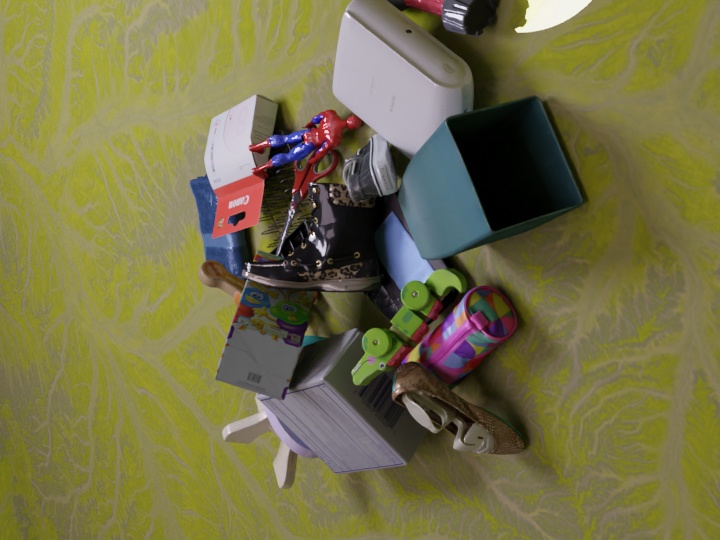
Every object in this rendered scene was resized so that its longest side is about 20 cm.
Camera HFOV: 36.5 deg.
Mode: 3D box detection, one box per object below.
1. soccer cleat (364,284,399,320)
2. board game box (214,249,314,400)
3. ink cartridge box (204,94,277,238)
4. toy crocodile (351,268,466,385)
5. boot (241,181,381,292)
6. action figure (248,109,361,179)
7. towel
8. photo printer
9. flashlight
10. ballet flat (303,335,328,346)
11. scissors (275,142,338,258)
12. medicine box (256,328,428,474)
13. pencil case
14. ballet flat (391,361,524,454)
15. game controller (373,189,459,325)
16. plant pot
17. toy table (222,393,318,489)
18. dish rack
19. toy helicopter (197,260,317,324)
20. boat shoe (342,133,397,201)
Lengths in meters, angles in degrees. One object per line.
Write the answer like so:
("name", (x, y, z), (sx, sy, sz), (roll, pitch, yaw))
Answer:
("soccer cleat", (0.000, 0.000, 1.585), (0.201, 0.081, 0.068), (56, 140, 24))
("board game box", (-0.132, 0.075, 1.584), (0.201, 0.104, 0.104), (-81, 10, -59))
("ink cartridge box", (-0.202, -0.165, 1.749), (0.162, 0.057, 0.202), (-12, 61, 55))
("toy crocodile", (0.061, 0.075, 1.433), (0.062, 0.067, 0.200), (40, 93, 18))
("boot", (-0.066, -0.048, 1.529), (0.198, 0.073, 0.152), (4, 95, 14))
("action figure", (-0.078, -0.192, 1.618), (0.199, 0.051, 0.066), (-17, 71, 38))
("towel", (-0.241, -0.069, 1.906), (0.111, 0.048, 0.202), (7, 108, 51))
("photo printer", (0.057, -0.233, 1.391), (0.200, 0.069, 0.167), (42, 150, 18))
("flashlight", (0.078, -0.336, 1.370), (0.200, 0.068, 0.068), (32, 124, 44))
("ballet flat", (-0.038, 0.138, 1.713), (0.199, 0.067, 0.067), (-3, 121, 56))
("scissors", (-0.099, -0.112, 1.655), (0.073, 0.014, 0.201), (37, 101, 30))
("medicine box", (-0.022, 0.197, 1.606), (0.182, 0.103, 0.199), (46, 147, -16))
("pencil case", (0.127, 0.102, 1.454), (0.089, 0.088, 0.200), (59, 140, 19))
("ballet flat", (0.122, 0.199, 1.436), (0.199, 0.065, 0.071), (32, 139, 1))
("game controller", (0.060, -0.020, 1.517), (0.104, 0.042, 0.201), (-44, 65, 22))
("plant pot", (0.138, -0.095, 1.329), (0.200, 0.140, 0.142), (-36, 74, 61))
("toy table", (-0.119, 0.241, 1.769), (0.117, 0.183, 0.201), (-54, 29, 34))
("dish rack", (-0.129, -0.116, 1.736), (0.153, 0.054, 0.201), (-37, 73, 51))
("toy helicopter", (-0.174, 0.049, 1.740), (0.199, 0.133, 0.079), (29, 132, 3))
("boat shoe", (0.009, -0.136, 1.450), (0.200, 0.070, 0.073), (-80, -26, -78))
